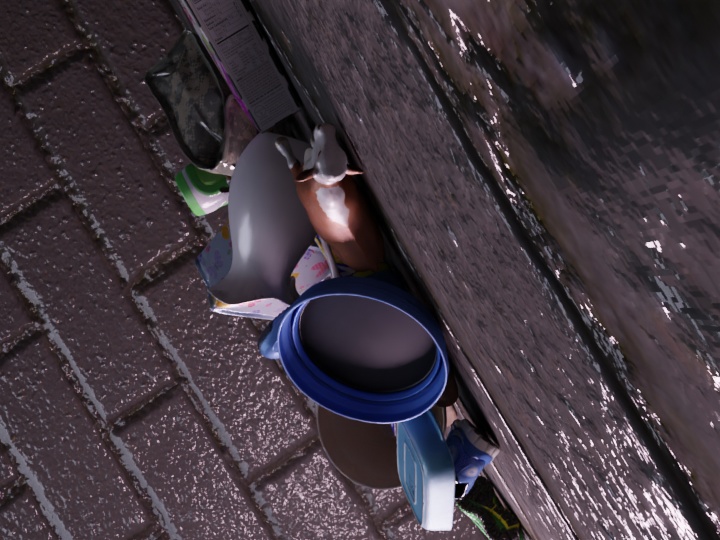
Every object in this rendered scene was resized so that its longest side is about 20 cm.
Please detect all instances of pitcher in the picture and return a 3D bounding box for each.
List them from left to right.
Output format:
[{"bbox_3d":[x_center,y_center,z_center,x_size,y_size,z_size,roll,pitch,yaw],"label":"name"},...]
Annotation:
[{"bbox_3d":[-0.085,-0.053,0.841,0.169,0.204,0.121,11,-174,-33],"label":"pitcher"}]

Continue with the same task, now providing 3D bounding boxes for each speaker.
[{"bbox_3d":[-0.199,-0.170,1.122,0.089,0.198,0.088,59,177,6],"label":"speaker"}]

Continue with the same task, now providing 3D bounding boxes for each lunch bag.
[{"bbox_3d":[-0.183,-0.211,0.966,0.202,0.117,0.163,60,-158,17],"label":"lunch bag"},{"bbox_3d":[-0.122,-0.018,1.041,0.198,0.170,0.128,13,-140,-46],"label":"lunch bag"}]

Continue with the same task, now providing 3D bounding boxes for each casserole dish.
[{"bbox_3d":[0.080,0.256,0.884,0.122,0.038,0.202,-118,17,-46],"label":"casserole dish"}]

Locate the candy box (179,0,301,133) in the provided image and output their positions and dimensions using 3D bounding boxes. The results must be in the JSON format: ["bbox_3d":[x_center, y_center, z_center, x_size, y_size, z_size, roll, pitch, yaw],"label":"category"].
[{"bbox_3d":[-0.151,-0.271,0.786,0.202,0.060,0.137,62,176,-31],"label":"candy box"}]

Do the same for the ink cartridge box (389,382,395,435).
[{"bbox_3d":[0.001,0.123,0.935,0.201,0.036,0.096,-120,20,-50],"label":"ink cartridge box"}]

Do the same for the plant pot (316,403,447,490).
[{"bbox_3d":[0.047,0.222,1.063,0.202,0.199,0.134,57,-168,15],"label":"plant pot"}]

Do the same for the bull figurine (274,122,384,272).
[{"bbox_3d":[-0.029,-0.078,0.701,0.122,0.064,0.201,60,176,41],"label":"bull figurine"}]

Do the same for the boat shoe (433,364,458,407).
[{"bbox_3d":[0.073,0.129,0.927,0.075,0.074,0.202,53,178,-20],"label":"boat shoe"}]

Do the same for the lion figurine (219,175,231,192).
[{"bbox_3d":[-0.126,-0.104,1.091,0.200,0.120,0.074,24,-115,-67],"label":"lion figurine"}]

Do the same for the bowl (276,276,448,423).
[{"bbox_3d":[0.004,0.091,0.779,0.202,0.198,0.040,60,-149,-28],"label":"bowl"}]

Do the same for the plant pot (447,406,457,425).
[{"bbox_3d":[0.050,0.225,1.215,0.202,0.173,0.200,58,175,8],"label":"plant pot"}]

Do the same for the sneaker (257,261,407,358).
[{"bbox_3d":[-0.032,0.068,0.836,0.079,0.198,0.066,63,-177,26],"label":"sneaker"}]

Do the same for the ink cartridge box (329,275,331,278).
[{"bbox_3d":[0.005,0.040,1.142,0.201,0.067,0.117,59,177,27],"label":"ink cartridge box"}]

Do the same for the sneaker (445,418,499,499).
[{"bbox_3d":[0.132,0.259,0.939,0.078,0.089,0.200,41,172,18],"label":"sneaker"}]

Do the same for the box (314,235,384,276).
[{"bbox_3d":[0.000,0.000,0.921,0.202,0.064,0.070,57,176,15],"label":"box"}]

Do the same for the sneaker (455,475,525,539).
[{"bbox_3d":[0.247,0.473,1.307,0.086,0.077,0.200,59,176,-27],"label":"sneaker"}]
